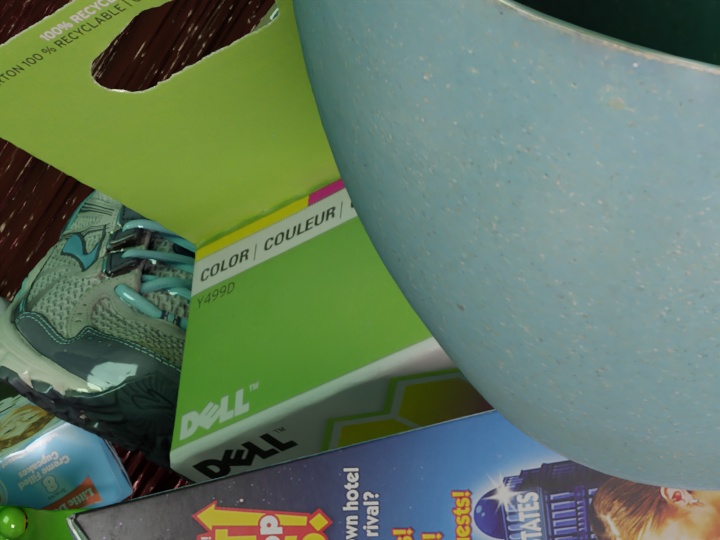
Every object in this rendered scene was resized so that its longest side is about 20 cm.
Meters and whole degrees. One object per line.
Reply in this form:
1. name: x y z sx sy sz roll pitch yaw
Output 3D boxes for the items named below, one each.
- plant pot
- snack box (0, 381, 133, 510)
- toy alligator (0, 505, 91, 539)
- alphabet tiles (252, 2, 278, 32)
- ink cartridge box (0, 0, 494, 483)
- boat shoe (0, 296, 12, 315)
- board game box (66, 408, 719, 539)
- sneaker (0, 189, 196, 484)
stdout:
1. plant pot: 0.076 -0.033 0.580 0.200 0.199 0.135 -118 29 -50
2. snack box: -0.176 0.097 0.892 0.199 0.037 0.116 -31 16 -7
3. toy alligator: -0.119 0.087 0.802 0.199 0.054 0.060 -6 72 2
4. alphabet tiles: 0.010 -0.067 0.914 0.200 0.006 0.166 -52 37 9
5. ink cartridge box: 0.000 0.000 0.713 0.147 0.200 0.076 -25 47 37
6. boat shoe: -0.206 0.067 1.023 0.200 0.062 0.072 -35 42 27
7. board game box: 0.031 0.113 0.622 0.199 0.062 0.201 -2 60 5
8. sneaker: -0.069 0.001 0.848 0.087 0.077 0.200 -59 14 6
